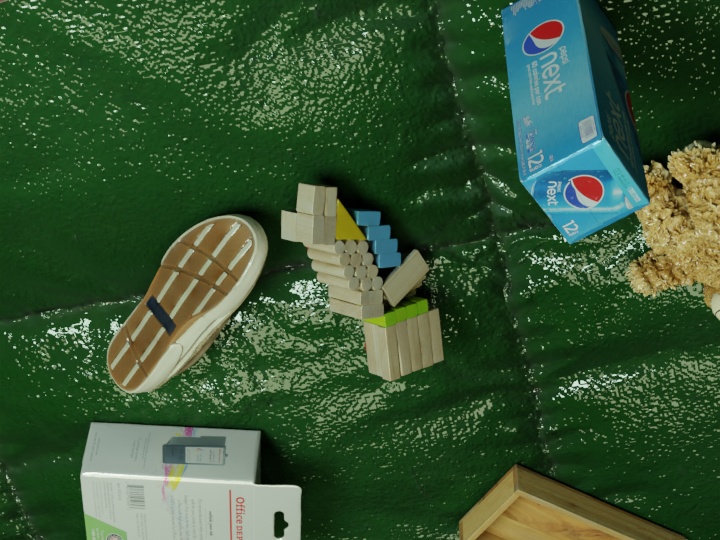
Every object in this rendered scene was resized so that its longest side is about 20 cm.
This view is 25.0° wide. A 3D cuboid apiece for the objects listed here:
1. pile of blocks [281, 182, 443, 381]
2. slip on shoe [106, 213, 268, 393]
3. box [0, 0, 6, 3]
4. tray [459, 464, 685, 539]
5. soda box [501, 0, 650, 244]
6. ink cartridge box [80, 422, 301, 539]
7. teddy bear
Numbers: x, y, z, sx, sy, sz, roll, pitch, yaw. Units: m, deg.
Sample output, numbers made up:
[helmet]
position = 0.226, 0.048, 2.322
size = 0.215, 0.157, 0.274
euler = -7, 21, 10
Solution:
[pile of blocks]
position = 0.000, 0.000, 1.325
size = 0.062, 0.082, 0.201
euler = 14, 140, 53
[slip on shoe]
position = -0.134, 0.028, 1.346
size = 0.060, 0.076, 0.200
euler = -4, 139, -53
[box]
position = -0.221, -0.293, 0.987
size = 0.165, 0.165, 0.201
euler = -15, 129, 16
[tray]
position = 0.204, 0.259, 1.554
size = 0.199, 0.037, 0.099
euler = 24, 128, -20
[soda box]
position = 0.144, -0.116, 1.110
size = 0.064, 0.201, 0.068
euler = -27, 127, 23
[ink cartridge box]
position = -0.151, 0.206, 1.495
size = 0.198, 0.068, 0.118
euler = 4, 131, 0
[teddy bear]
position = 0.276, -0.021, 1.281
size = 0.144, 0.067, 0.201
euler = -10, 130, 14
